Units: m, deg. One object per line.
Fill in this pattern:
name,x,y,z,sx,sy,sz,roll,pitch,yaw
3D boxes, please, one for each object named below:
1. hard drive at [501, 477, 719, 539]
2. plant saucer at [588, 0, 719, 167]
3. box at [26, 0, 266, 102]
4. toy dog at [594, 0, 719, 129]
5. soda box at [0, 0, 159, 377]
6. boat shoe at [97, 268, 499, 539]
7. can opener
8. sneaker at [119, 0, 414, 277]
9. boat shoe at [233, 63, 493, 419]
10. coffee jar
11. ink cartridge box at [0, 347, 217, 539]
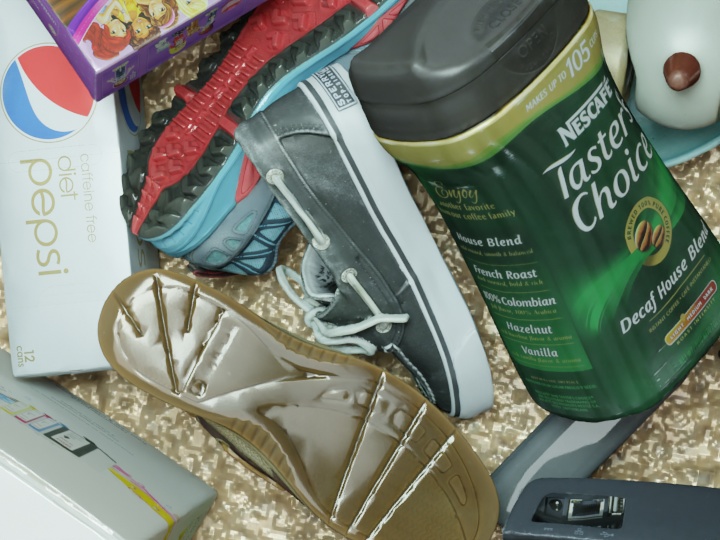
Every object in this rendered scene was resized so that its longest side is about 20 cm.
hard drive,0.165,0.143,1.117,0.200,0.135,0.042,7,59,8
plant saucer,0.114,-0.143,1.159,0.200,0.036,0.200,0,91,7
box,-0.070,-0.182,1.087,0.200,0.039,0.137,-33,80,-14
toy dog,0.150,-0.144,1.088,0.132,0.096,0.200,-8,90,6
soda box,-0.136,-0.052,1.172,0.064,0.068,0.200,-6,91,7
boat shoe,-0.028,0.065,1.116,0.200,0.072,0.072,30,86,-3
can opener,0.140,0.053,1.151,0.200,0.053,0.066,-42,87,6
sneaker,-0.020,-0.081,1.144,0.200,0.096,0.079,-47,44,6
boat shoe,0.001,0.001,1.115,0.068,0.074,0.199,-30,133,-4
coffee jar,0.079,-0.039,1.060,0.104,0.085,0.200,-47,120,-25
ink cartridge box,-0.175,0.131,1.115,0.145,0.200,0.147,33,95,5
